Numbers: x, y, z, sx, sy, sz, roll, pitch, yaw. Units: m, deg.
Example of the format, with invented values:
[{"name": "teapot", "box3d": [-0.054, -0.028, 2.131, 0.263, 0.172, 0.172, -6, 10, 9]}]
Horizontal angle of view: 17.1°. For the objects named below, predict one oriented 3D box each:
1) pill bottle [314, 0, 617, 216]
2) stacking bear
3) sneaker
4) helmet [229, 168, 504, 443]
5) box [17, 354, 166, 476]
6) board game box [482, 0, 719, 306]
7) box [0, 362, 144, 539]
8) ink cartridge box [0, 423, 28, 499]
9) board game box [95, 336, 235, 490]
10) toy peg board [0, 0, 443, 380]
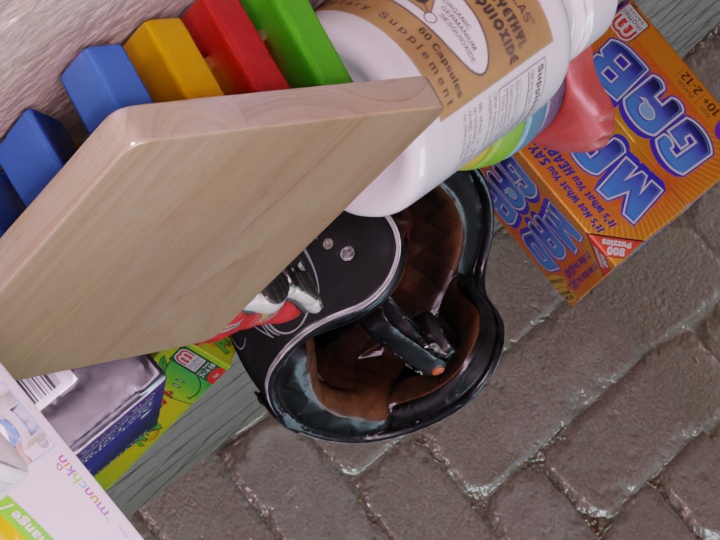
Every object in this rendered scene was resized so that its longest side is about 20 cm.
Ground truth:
[{"name": "pill bottle", "box3d": [0.050, -0.123, 1.312, 0.200, 0.115, 0.114, -37, 175, -38]}, {"name": "stacking bear", "box3d": [0.054, -0.111, 1.546, 0.199, 0.122, 0.113, -23, -162, -40]}, {"name": "sneaker", "box3d": [-0.080, 0.005, 1.374, 0.085, 0.077, 0.200, -29, 173, 11]}, {"name": "helmet", "box3d": [0.000, 0.000, 1.650, 0.198, 0.192, 0.201, -5, 139, -4]}, {"name": "box", "box3d": [-0.195, 0.079, 1.331, 0.148, 0.104, 0.200, -40, 175, -10]}, {"name": "board game box", "box3d": [0.248, -0.119, 2.486, 0.200, 0.200, 0.200, -39, 175, -14]}, {"name": "box", "box3d": [-0.188, 0.103, 0.993, 0.101, 0.200, 0.112, -35, 174, -46]}, {"name": "ink cartridge box", "box3d": [-0.173, 0.022, 0.651, 0.084, 0.146, 0.200, -40, 175, -7]}, {"name": "board game box", "box3d": [-0.148, 0.070, 1.766, 0.200, 0.047, 0.102, -45, -160, 45]}, {"name": "toy peg board", "box3d": [-0.104, -0.047, 1.078, 0.198, 0.098, 0.200, -11, 154, -48]}]
